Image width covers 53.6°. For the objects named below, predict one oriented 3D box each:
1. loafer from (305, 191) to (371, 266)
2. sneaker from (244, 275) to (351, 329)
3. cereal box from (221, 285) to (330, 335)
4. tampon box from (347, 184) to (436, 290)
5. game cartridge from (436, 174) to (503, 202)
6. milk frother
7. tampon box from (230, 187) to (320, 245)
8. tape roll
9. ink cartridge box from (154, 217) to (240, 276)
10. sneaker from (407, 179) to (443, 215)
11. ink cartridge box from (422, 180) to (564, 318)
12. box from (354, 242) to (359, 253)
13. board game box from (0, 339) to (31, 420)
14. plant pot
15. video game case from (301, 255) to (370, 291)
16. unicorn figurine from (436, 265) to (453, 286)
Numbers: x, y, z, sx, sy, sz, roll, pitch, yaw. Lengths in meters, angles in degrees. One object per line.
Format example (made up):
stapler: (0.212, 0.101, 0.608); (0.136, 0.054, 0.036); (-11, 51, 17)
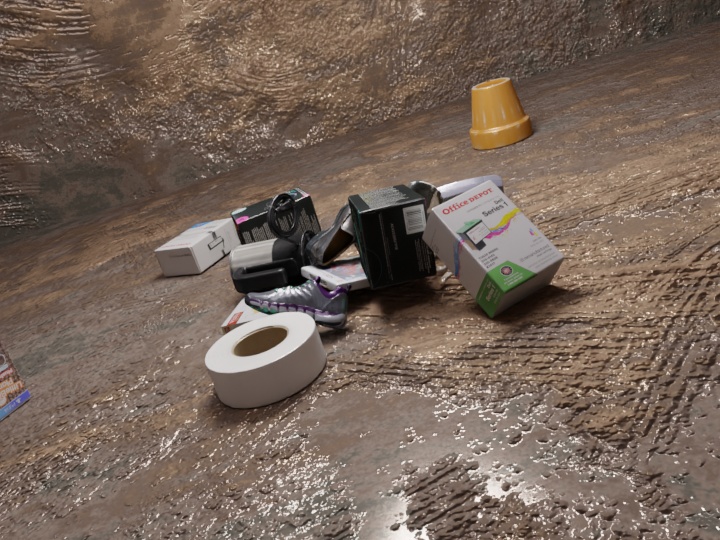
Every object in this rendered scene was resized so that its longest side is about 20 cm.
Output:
loafer: (-0.026, -0.082, 1.515); (0.200, 0.073, 0.072); (-47, 34, -1)
sneaker: (-0.115, 0.049, 1.333); (0.197, 0.089, 0.074); (11, -11, 7)
cereal box: (-0.169, 0.080, 1.450); (0.197, 0.040, 0.144); (-12, 19, 16)
tampon box: (0.057, -0.070, 1.375); (0.125, 0.152, 0.200); (-12, 15, -4)
game cartridge: (0.234, -0.162, 1.648); (0.197, 0.133, 0.042); (-14, 63, 8)
milk frother: (-0.205, -0.056, 1.579); (0.186, 0.203, 0.180); (-10, 2, 19)
tampon box: (-0.219, -0.116, 1.855); (0.198, 0.128, 0.150); (-22, 20, -12)
tape roll: (-0.161, 0.149, 1.219); (0.200, 0.072, 0.203); (-16, 20, 6)
ink cartridge box: (-0.455, -0.065, 2.004); (0.144, 0.085, 0.200); (-5, 24, 31)
sneaker: (0.142, -0.133, 1.544); (0.075, 0.200, 0.084); (-49, 48, -4)
ink cartridge box: (0.224, -0.041, 1.225); (0.144, 0.084, 0.201); (-26, 62, -24)
box: (0.069, -0.071, 1.585); (0.157, 0.047, 0.200); (-7, 17, -7)
board game box: (-0.785, 0.197, 1.420); (0.158, 0.202, 0.097); (-6, 23, 30)
plant pot: (0.435, -0.508, 2.278); (0.198, 0.185, 0.201); (-15, 20, 6)
video game case: (0.000, 0.000, 1.485); (0.198, 0.023, 0.182); (-12, 16, -26)
unicorn figurine: (0.201, -0.026, 1.359); (0.137, 0.074, 0.201); (-34, 36, 18)
